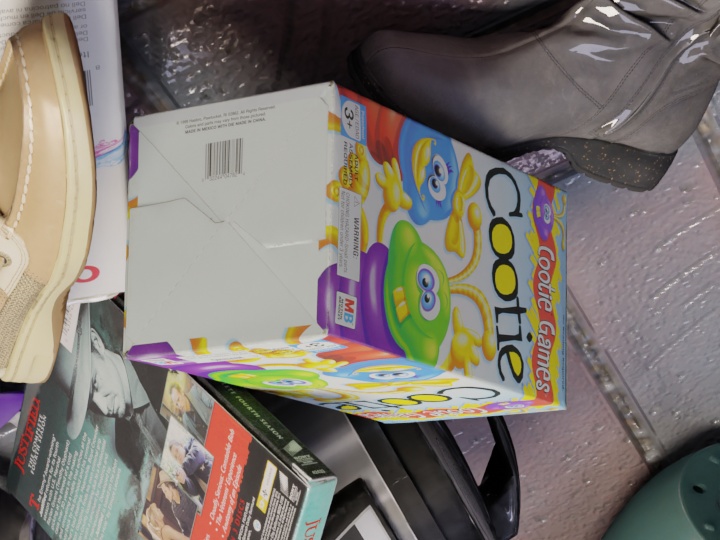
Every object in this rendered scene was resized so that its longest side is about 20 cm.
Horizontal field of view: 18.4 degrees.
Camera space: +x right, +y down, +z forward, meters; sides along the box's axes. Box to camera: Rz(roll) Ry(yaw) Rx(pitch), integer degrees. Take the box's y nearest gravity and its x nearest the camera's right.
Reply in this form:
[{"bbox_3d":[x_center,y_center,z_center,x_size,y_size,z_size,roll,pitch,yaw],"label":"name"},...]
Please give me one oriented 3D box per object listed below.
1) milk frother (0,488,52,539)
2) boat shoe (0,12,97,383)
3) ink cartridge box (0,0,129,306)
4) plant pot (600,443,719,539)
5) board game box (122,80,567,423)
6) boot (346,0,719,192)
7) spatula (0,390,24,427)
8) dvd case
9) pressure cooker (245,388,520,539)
[{"bbox_3d":[-0.210,0.227,1.183,0.180,0.201,0.188,28,129,-36],"label":"milk frother"},{"bbox_3d":[-0.145,-0.020,0.874,0.064,0.072,0.201,-1,141,-18],"label":"boat shoe"},{"bbox_3d":[-0.172,-0.072,0.928,0.144,0.088,0.201,-8,139,-8],"label":"ink cartridge box"},{"bbox_3d":[0.223,0.200,1.315,0.199,0.201,0.162,1,127,-19],"label":"plant pot"},{"bbox_3d":[0.000,0.000,0.959,0.104,0.104,0.199,-7,166,33],"label":"board game box"},{"bbox_3d":[0.098,-0.111,0.998,0.199,0.070,0.132,4,136,-39],"label":"boot"},{"bbox_3d":[-0.154,0.094,1.189,0.199,0.021,0.056,18,138,-36],"label":"spatula"},{"bbox_3d":[-0.092,0.096,1.013,0.022,0.200,0.147,-12,129,-41],"label":"dvd case"},{"bbox_3d":[-0.017,0.118,1.134,0.199,0.180,0.176,-30,168,-2],"label":"pressure cooker"}]
